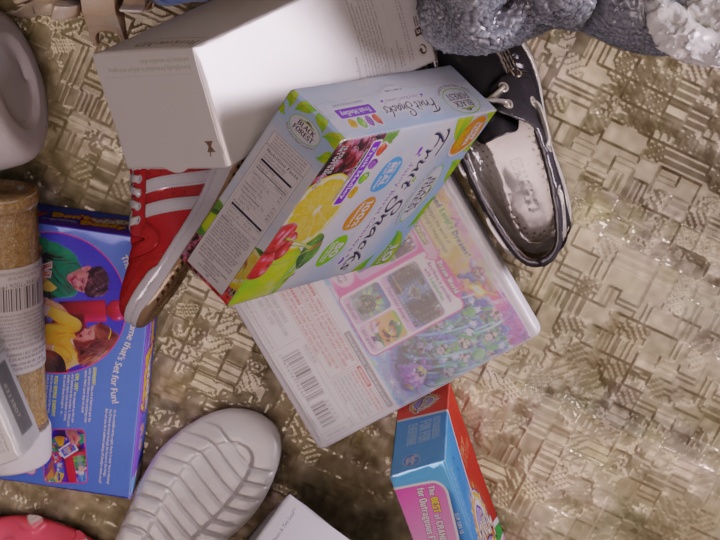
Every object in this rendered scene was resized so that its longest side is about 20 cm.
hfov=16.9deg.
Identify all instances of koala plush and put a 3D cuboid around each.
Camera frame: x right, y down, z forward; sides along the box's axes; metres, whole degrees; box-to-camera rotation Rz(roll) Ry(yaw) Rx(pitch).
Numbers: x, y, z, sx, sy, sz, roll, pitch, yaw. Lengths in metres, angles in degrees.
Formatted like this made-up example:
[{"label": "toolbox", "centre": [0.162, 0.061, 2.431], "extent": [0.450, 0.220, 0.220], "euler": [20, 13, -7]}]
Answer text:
[{"label": "koala plush", "centre": [0.155, -0.198, 1.567], "extent": [0.200, 0.177, 0.184], "euler": [21, 108, -10]}]

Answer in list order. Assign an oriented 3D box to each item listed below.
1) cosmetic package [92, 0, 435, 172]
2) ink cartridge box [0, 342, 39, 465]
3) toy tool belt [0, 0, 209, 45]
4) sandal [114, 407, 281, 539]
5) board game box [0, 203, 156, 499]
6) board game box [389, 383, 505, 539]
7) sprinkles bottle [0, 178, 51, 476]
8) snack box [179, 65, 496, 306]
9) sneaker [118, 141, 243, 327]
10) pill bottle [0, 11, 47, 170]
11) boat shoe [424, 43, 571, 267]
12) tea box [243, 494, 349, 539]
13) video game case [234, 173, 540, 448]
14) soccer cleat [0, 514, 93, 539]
[{"label": "cosmetic package", "centre": [-0.060, -0.137, 1.576], "extent": [0.108, 0.200, 0.085], "euler": [2, 113, 45]}, {"label": "ink cartridge box", "centre": [-0.339, 0.076, 1.649], "extent": [0.200, 0.057, 0.163], "euler": [-18, 103, 20]}, {"label": "toy tool belt", "centre": [-0.173, -0.214, 1.610], "extent": [0.200, 0.123, 0.125], "euler": [-7, 107, 7]}, {"label": "sandal", "centre": [-0.133, 0.183, 1.774], "extent": [0.082, 0.050, 0.203], "euler": [36, 94, 2]}, {"label": "board game box", "centre": [-0.217, 0.056, 1.742], "extent": [0.134, 0.045, 0.200], "euler": [9, 108, 2]}, {"label": "board game box", "centre": [0.074, 0.198, 1.707], "extent": [0.040, 0.153, 0.200], "euler": [-17, 106, 9]}, {"label": "sprinkles bottle", "centre": [-0.251, 0.039, 1.680], "extent": [0.068, 0.068, 0.200], "euler": [1, 107, 4]}, {"label": "snack box", "centre": [-0.011, -0.058, 1.569], "extent": [0.053, 0.200, 0.142], "euler": [45, 118, 17]}, {"label": "sneaker", "centre": [-0.145, -0.068, 1.660], "extent": [0.112, 0.071, 0.200], "euler": [27, 79, -2]}, {"label": "pill bottle", "centre": [-0.323, -0.104, 1.659], "extent": [0.200, 0.111, 0.111], "euler": [-15, 106, 17]}, {"label": "boat shoe", "centre": [0.092, -0.096, 1.658], "extent": [0.074, 0.060, 0.200], "euler": [-16, 106, 10]}, {"label": "tea box", "centre": [-0.075, 0.290, 1.682], "extent": [0.134, 0.197, 0.200], "euler": [37, 67, -2]}, {"label": "video game case", "centre": [0.000, 0.000, 1.709], "extent": [0.182, 0.024, 0.200], "euler": [-29, 97, 13]}, {"label": "soccer cleat", "centre": [-0.284, 0.221, 1.801], "extent": [0.200, 0.067, 0.076], "euler": [3, 146, -5]}]
